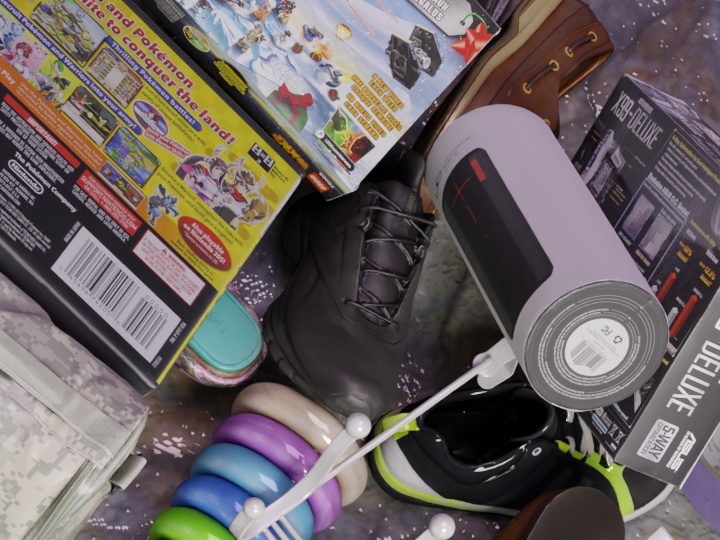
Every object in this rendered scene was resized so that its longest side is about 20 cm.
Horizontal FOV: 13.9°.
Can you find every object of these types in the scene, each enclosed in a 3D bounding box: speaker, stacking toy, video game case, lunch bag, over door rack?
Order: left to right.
[{"bbox_3d":[-0.208,0.061,1.469,0.200,0.168,0.139,40,56,-1],"label":"lunch bag"},{"bbox_3d":[-0.141,-0.059,1.532,0.200,0.025,0.181,44,48,-13],"label":"video game case"},{"bbox_3d":[-0.083,0.154,1.538,0.085,0.085,0.200,40,62,-2],"label":"stacking toy"},{"bbox_3d":[0.053,0.129,1.512,0.200,0.067,0.148,-31,74,-30],"label":"over door rack"},{"bbox_3d":[0.098,-0.011,1.590,0.081,0.081,0.200,8,28,-21],"label":"speaker"}]

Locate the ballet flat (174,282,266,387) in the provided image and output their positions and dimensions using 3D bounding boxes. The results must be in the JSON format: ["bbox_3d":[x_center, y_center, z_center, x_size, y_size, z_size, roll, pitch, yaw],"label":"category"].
[{"bbox_3d":[-0.129,-0.014,1.597,0.069,0.071,0.200,-41,96,-30],"label":"ballet flat"}]

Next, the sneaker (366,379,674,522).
[{"bbox_3d":[0.101,0.100,1.639,0.200,0.083,0.072,0,66,-24],"label":"sneaker"}]

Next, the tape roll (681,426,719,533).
[{"bbox_3d":[0.245,0.053,1.658,0.085,0.200,0.200,-8,70,-27],"label":"tape roll"}]

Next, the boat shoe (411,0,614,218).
[{"bbox_3d":[0.087,-0.095,1.735,0.068,0.072,0.200,38,54,-1],"label":"boat shoe"}]

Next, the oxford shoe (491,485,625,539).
[{"bbox_3d":[0.065,0.202,1.590,0.071,0.071,0.200,45,72,-12],"label":"oxford shoe"}]

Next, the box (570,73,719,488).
[{"bbox_3d":[0.158,0.001,1.613,0.050,0.158,0.200,23,15,-27],"label":"box"}]

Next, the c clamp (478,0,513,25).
[{"bbox_3d":[0.006,-0.174,1.744,0.200,0.027,0.171,8,89,-23],"label":"c clamp"}]

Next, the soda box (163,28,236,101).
[{"bbox_3d":[-0.055,-0.130,1.662,0.200,0.071,0.063,-33,102,-22],"label":"soda box"}]

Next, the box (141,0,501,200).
[{"bbox_3d":[-0.036,-0.157,1.610,0.200,0.040,0.137,48,67,-12],"label":"box"}]

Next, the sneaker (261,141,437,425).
[{"bbox_3d":[0.000,0.000,1.603,0.076,0.091,0.200,28,34,-24],"label":"sneaker"}]
